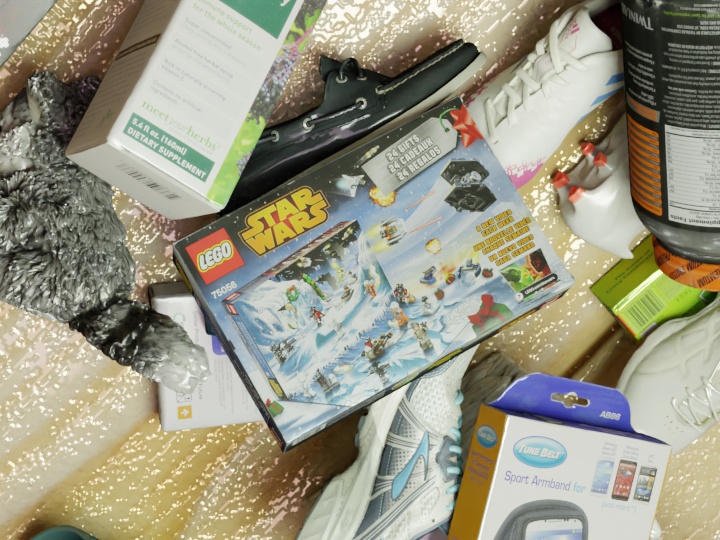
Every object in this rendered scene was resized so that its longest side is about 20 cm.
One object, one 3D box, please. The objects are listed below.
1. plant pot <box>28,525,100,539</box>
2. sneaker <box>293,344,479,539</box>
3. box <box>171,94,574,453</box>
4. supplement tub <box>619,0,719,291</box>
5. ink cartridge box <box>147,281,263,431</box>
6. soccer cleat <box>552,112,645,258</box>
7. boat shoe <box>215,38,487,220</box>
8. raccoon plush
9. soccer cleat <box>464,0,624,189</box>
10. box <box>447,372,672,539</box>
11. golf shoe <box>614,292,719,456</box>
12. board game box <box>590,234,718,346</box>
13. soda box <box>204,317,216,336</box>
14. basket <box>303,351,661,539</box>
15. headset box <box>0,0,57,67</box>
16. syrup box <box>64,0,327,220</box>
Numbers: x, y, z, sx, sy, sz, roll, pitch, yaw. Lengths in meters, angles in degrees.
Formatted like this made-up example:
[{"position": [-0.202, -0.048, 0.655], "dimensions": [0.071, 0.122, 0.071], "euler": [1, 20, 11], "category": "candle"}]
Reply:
[{"position": [-0.157, 0.286, 1.090], "dimensions": [0.161, 0.201, 0.201], "euler": [28, 100, -31], "category": "plant pot"}, {"position": [0.038, 0.121, 1.036], "dimensions": [0.086, 0.078, 0.200], "euler": [27, 88, 14], "category": "sneaker"}, {"position": [0.007, 0.000, 0.998], "dimensions": [0.200, 0.040, 0.137], "euler": [-28, 79, -13], "category": "box"}, {"position": [0.221, -0.096, 1.009], "dimensions": [0.122, 0.123, 0.200], "euler": [-13, 119, -9], "category": "supplement tub"}, {"position": [-0.038, 0.049, 1.117], "dimensions": [0.200, 0.037, 0.095], "euler": [-5, 108, -9], "category": "ink cartridge box"}, {"position": [0.214, -0.095, 1.116], "dimensions": [0.078, 0.069, 0.200], "euler": [36, 104, -26], "category": "soccer cleat"}, {"position": [-0.017, -0.101, 1.054], "dimensions": [0.199, 0.075, 0.066], "euler": [-32, 96, 4], "category": "boat shoe"}, {"position": [-0.150, -0.033, 1.017], "dimensions": [0.200, 0.097, 0.134], "euler": [28, 101, 4], "category": "raccoon plush"}, {"position": [0.120, -0.122, 1.065], "dimensions": [0.200, 0.086, 0.070], "euler": [-40, 70, -4], "category": "soccer cleat"}, {"position": [0.112, 0.165, 1.006], "dimensions": [0.119, 0.041, 0.200], "euler": [12, 95, -24], "category": "box"}, {"position": [0.242, 0.062, 1.107], "dimensions": [0.075, 0.092, 0.200], "euler": [39, 98, -23], "category": "golf shoe"}, {"position": [0.270, -0.013, 1.162], "dimensions": [0.200, 0.048, 0.102], "euler": [-42, 113, 3], "category": "board game box"}, {"position": [0.000, 0.000, 1.062], "dimensions": [0.200, 0.068, 0.064], "euler": [-5, 89, -11], "category": "soda box"}, {"position": [0.076, 0.169, 1.137], "dimensions": [0.200, 0.123, 0.136], "euler": [-38, 113, 2], "category": "basket"}, {"position": [-0.263, -0.210, 0.957], "dimensions": [0.200, 0.075, 0.149], "euler": [40, 96, -22], "category": "headset box"}, {"position": [-0.085, -0.135, 0.980], "dimensions": [0.079, 0.081, 0.200], "euler": [32, 73, -23], "category": "syrup box"}]
